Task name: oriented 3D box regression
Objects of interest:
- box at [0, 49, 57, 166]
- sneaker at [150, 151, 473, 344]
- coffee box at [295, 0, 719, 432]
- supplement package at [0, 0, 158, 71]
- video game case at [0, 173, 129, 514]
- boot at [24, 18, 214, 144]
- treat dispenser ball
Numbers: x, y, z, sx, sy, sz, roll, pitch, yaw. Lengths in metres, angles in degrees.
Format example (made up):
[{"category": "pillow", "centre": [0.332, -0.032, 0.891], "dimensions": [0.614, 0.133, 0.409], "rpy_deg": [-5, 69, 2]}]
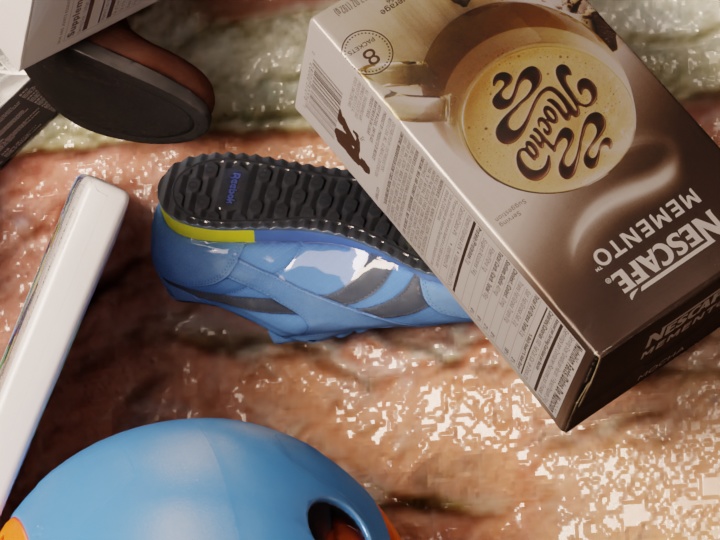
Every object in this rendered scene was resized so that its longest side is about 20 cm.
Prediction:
[{"category": "box", "centre": [-0.249, -0.101, 1.273], "dimensions": [0.200, 0.050, 0.158], "rpy_deg": [-42, 70, 10]}, {"category": "sneaker", "centre": [0.000, 0.000, 1.161], "dimensions": [0.199, 0.079, 0.066], "rpy_deg": [9, 42, 9]}, {"category": "coffee box", "centre": [0.077, -0.046, 1.092], "dimensions": [0.113, 0.080, 0.200], "rpy_deg": [-32, 70, -22]}, {"category": "supplement package", "centre": [-0.108, -0.224, 1.119], "dimensions": [0.200, 0.151, 0.152], "rpy_deg": [-31, 71, -29]}, {"category": "video game case", "centre": [-0.156, 0.052, 1.151], "dimensions": [0.023, 0.182, 0.201], "rpy_deg": [22, 90, -9]}, {"category": "boot", "centre": [-0.115, -0.171, 1.214], "dimensions": [0.188, 0.069, 0.200], "rpy_deg": [23, 62, 17]}, {"category": "treat dispenser ball", "centre": [-0.070, 0.164, 1.076], "dimensions": [0.200, 0.201, 0.202], "rpy_deg": [-4, 80, 21]}]
